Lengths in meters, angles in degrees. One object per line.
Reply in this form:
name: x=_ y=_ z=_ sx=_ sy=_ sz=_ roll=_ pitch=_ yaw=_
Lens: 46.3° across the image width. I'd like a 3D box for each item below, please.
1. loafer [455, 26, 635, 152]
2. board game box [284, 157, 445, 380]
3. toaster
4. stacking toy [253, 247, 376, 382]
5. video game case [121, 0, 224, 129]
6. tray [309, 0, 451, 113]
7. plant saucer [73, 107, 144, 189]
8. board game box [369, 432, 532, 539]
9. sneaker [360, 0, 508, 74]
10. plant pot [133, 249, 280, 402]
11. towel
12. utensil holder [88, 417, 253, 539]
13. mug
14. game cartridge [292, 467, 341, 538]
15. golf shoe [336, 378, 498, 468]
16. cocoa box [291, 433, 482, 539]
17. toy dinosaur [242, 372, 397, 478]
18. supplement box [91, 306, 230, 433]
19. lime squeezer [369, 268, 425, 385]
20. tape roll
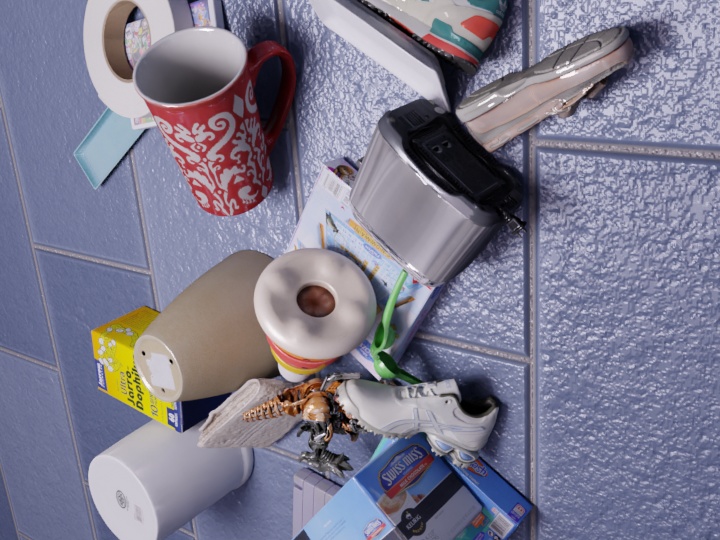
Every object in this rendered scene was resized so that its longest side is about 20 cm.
loafer: x=0.183 y=-0.172 z=0.820 sx=0.199 sy=0.072 sz=0.063 roll=-16 pitch=115 yaw=48
board game box: x=0.000 y=0.000 z=1.047 sx=0.200 sy=0.041 sz=0.201 roll=42 pitch=129 yaw=17
toaster: x=0.080 y=-0.075 z=0.907 sx=0.200 sy=0.113 sz=0.130 roll=44 pitch=134 yaw=12
stacking toy: x=-0.065 y=0.081 z=1.048 sx=0.146 sy=0.146 sz=0.201 roll=42 pitch=149 yaw=16
video game case: x=-0.251 y=-0.273 z=1.134 sx=0.198 sy=0.018 sz=0.145 roll=-1 pitch=98 yaw=39
tray: x=0.020 y=-0.248 z=0.904 sx=0.199 sy=0.107 sz=0.022 roll=40 pitch=88 yaw=19
plant saucer: x=-0.374 y=-0.202 z=1.277 sx=0.199 sy=0.019 sz=0.070 roll=-35 pitch=86 yaw=43
board game box: x=0.102 y=0.288 z=1.086 sx=0.200 sy=0.045 sz=0.153 roll=40 pitch=129 yaw=18
sneaker: x=0.067 y=-0.288 z=0.867 sx=0.200 sy=0.070 sz=0.094 roll=42 pitch=104 yaw=27
plant pot: x=-0.199 y=0.093 z=1.141 sx=0.186 sy=0.199 sz=0.190 roll=16 pitch=118 yaw=32
towel: x=-0.138 y=0.202 z=1.190 sx=0.200 sy=0.131 sz=0.035 roll=-42 pitch=54 yaw=40
utensil holder: x=-0.294 y=0.308 z=1.308 sx=0.168 sy=0.199 sz=0.172 roll=16 pitch=118 yaw=33
mug: x=-0.157 y=-0.173 z=1.017 sx=0.175 sy=0.135 sz=0.201 roll=-8 pitch=142 yaw=3
game cartridge: x=-0.045 y=0.406 z=1.264 sx=0.128 sy=0.038 sz=0.202 roll=18 pitch=119 yaw=28
golf shoe: x=0.071 y=0.154 z=0.998 sx=0.198 sy=0.079 sz=0.098 roll=21 pitch=117 yaw=-19
cocoa box: x=0.025 y=0.317 z=1.041 sx=0.131 sy=0.133 sz=0.201 roll=48 pitch=131 yaw=13
toy dinosaur: x=-0.047 y=0.182 z=1.106 sx=0.197 sy=0.103 sz=0.137 roll=10 pitch=129 yaw=15
supplement box: x=-0.310 y=0.150 z=1.314 sx=0.198 sy=0.109 sz=0.110 roll=18 pitch=119 yaw=32
lime squeezer: x=0.044 y=0.091 z=1.001 sx=0.070 sy=0.038 sz=0.202 roll=-7 pitch=124 yaw=16
tape roll: x=-0.301 y=-0.307 z=1.132 sx=0.201 sy=0.037 sz=0.206 roll=9 pitch=104 yaw=37
